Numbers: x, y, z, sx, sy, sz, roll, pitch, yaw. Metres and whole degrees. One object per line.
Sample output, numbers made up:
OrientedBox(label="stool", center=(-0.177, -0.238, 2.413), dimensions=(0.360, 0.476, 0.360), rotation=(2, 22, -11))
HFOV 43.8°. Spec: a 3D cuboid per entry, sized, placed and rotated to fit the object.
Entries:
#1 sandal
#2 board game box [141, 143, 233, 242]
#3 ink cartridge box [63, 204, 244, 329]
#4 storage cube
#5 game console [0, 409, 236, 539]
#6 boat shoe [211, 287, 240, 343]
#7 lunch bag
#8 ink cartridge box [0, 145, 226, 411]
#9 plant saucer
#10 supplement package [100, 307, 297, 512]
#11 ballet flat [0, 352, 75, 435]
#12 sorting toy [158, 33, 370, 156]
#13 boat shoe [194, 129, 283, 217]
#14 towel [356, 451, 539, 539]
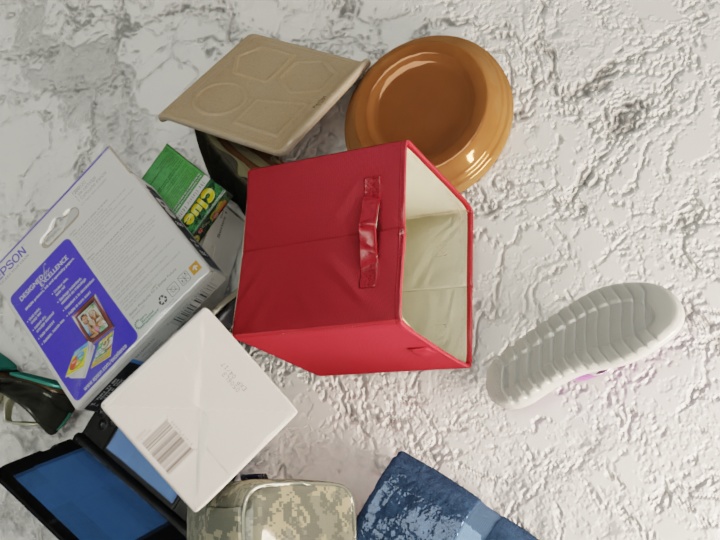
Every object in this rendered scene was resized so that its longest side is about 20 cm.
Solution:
OrientedBox(label="sandal", center=(0.211, 0.073, 0.847), dimensions=(0.200, 0.050, 0.084), rotation=(-27, 49, 25))
OrientedBox(label="board game box", center=(-0.234, -0.029, 0.973), dimensions=(0.104, 0.023, 0.201), rotation=(36, 88, 28))
OrientedBox(label="ink cartridge box", center=(-0.247, -0.018, 1.035), dimensions=(0.196, 0.084, 0.149), rotation=(12, 78, 23))
OrientedBox(label="storage cube", center=(0.000, 0.000, 0.874), dimensions=(0.176, 0.199, 0.175), rotation=(-6, 70, 26))
OrientedBox(label="game console", center=(-0.248, 0.199, 0.941), dimensions=(0.198, 0.118, 0.173), rotation=(29, 84, 27))
OrientedBox(label="boat shoe", center=(-0.156, 0.092, 0.968), dimensions=(0.063, 0.073, 0.200), rotation=(41, 76, 12))
OrientedBox(label="lunch bag", center=(-0.097, 0.292, 0.833), dimensions=(0.166, 0.137, 0.205), rotation=(-19, 69, 47))
OrientedBox(label="ink cartridge box", center=(-0.269, 0.006, 0.939), dimensions=(0.198, 0.043, 0.200), rotation=(-44, 68, 3))
OrientedBox(label="plant saucer", center=(0.070, -0.175, 0.992), dimensions=(0.196, 0.037, 0.205), rotation=(-7, 69, 19))
OrientedBox(label="supplement package", center=(-0.145, 0.123, 0.826), dimensions=(0.120, 0.200, 0.122), rotation=(-43, 92, -10))
OrientedBox(label="ballet flat", center=(-0.423, 0.140, 1.062), dimensions=(0.197, 0.068, 0.070), rotation=(19, 88, 26))
OrientedBox(label="sorting toy", center=(-0.109, -0.204, 1.042), dimensions=(0.197, 0.037, 0.186), rotation=(17, 50, 28))
OrientedBox(label="boat shoe", center=(-0.128, -0.121, 1.039), dimensions=(0.073, 0.077, 0.200), rotation=(-26, 51, -20))
OrientedBox(label="towel", center=(0.085, 0.263, 0.827), dimensions=(0.198, 0.049, 0.113), rotation=(30, 83, 27))
